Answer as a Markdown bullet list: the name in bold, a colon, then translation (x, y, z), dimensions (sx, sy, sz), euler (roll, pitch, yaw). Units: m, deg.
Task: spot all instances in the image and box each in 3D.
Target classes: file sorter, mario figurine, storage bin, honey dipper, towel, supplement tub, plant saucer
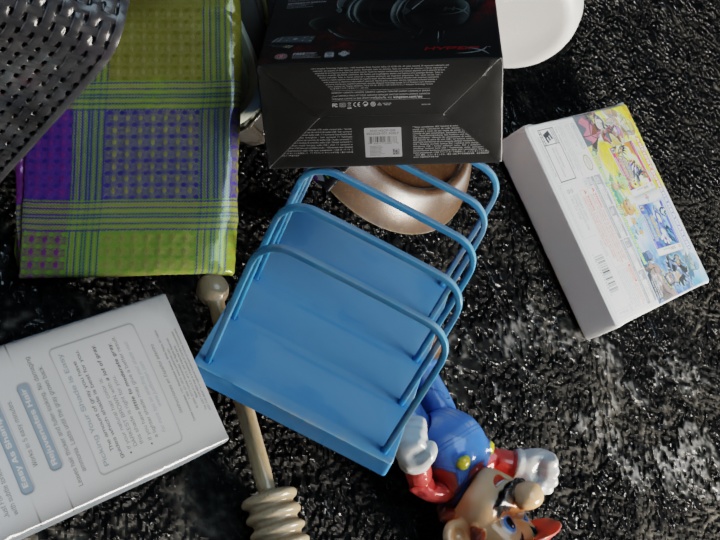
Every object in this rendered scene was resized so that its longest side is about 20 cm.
- **file sorter**: translation (0.000, 0.000, 0.753), dimensions (0.138, 0.123, 0.200), euler (27, 38, -2)
- **mario figurine**: translation (0.084, 0.131, 0.820), dimensions (0.123, 0.106, 0.201), euler (-28, 81, -17)
- **storage bin**: translation (-0.213, -0.147, 0.637), dimensions (0.093, 0.200, 0.136), euler (15, 59, -36)
- **honey dipper**: translation (-0.077, 0.095, 0.754), dimensions (0.038, 0.038, 0.201), euler (-4, 68, -42)
- **towel**: translation (-0.146, -0.093, 0.727), dimensions (0.142, 0.023, 0.202), euler (-1, 77, -4)
- **supplement tub**: translation (0.140, -0.306, 1.070), dimensions (0.144, 0.144, 0.201), euler (30, 52, -27)
- **plant saucer**: translation (0.026, -0.128, 0.961), dimensions (0.199, 0.032, 0.202), euler (19, 58, -33)

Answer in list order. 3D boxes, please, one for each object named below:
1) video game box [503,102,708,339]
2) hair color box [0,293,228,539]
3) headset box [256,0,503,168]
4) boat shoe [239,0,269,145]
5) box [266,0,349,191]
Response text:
- **video game box**: translation (0.234, -0.053, 1.094), dimensions (0.182, 0.047, 0.201), euler (-18, 81, -43)
- **hair color box**: translation (-0.181, 0.092, 0.644), dimensions (0.199, 0.061, 0.100), euler (-19, 82, -46)
- **headset box**: translation (0.018, -0.151, 0.768), dimensions (0.148, 0.078, 0.201), euler (0, 37, 5)
- **boat shoe**: translation (-0.101, -0.182, 0.802), dimensions (0.061, 0.071, 0.203), euler (38, 37, -66)
- **box**: translation (-0.055, -0.175, 0.879), dimensions (0.200, 0.036, 0.143), euler (42, 52, -3)
